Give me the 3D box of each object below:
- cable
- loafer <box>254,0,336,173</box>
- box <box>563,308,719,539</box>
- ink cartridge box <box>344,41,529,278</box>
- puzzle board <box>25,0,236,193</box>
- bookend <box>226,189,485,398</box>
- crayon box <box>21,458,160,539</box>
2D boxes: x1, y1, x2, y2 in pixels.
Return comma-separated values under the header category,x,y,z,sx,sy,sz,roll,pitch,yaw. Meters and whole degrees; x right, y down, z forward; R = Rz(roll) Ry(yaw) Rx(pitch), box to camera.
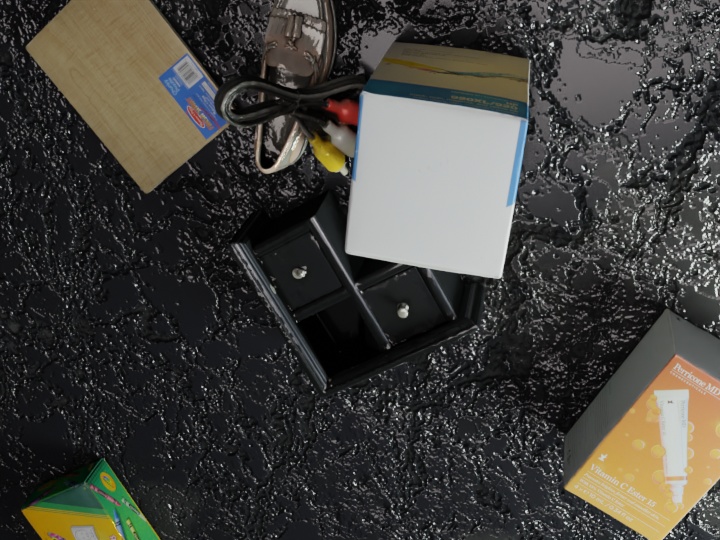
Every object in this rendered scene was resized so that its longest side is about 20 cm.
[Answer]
category,x,y,z,sx,sy,sz,roll,pitch,yaw
cable,-0.048,-0.153,0.930,0.050,0.199,0.098,46,109,30
loafer,-0.069,-0.192,0.966,0.071,0.063,0.203,16,118,6
box,0.319,0.166,1.024,0.123,0.098,0.202,30,118,-2
ink cartridge box,0.076,-0.110,0.893,0.142,0.201,0.150,9,117,6
puzzle board,-0.241,-0.202,1.029,0.150,0.017,0.201,-33,104,23
bookend,0.000,0.000,1.024,0.197,0.092,0.201,-24,107,21
crayon box,-0.344,0.361,1.295,0.117,0.058,0.202,-23,108,22
